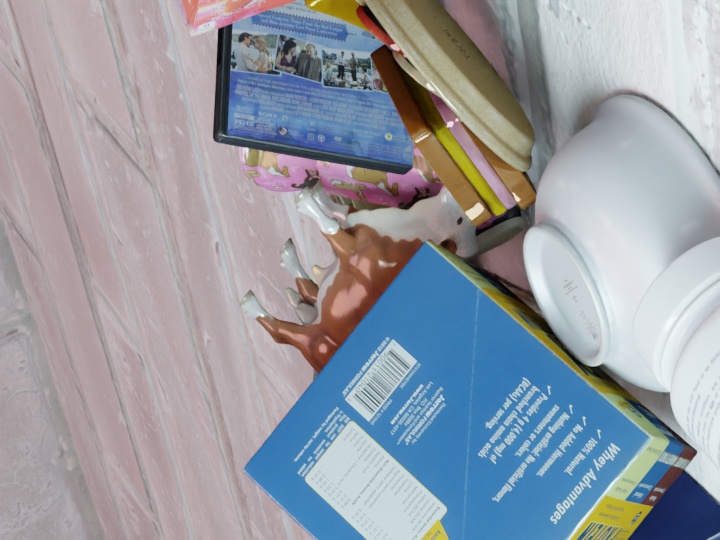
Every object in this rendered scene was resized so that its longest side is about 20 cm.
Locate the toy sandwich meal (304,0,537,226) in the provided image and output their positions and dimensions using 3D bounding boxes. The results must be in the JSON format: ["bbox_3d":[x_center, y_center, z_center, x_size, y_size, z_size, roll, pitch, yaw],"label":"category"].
[{"bbox_3d":[0.040,-0.121,1.512,0.205,0.070,0.205,47,-168,-14],"label":"toy sandwich meal"}]

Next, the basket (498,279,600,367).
[{"bbox_3d":[0.092,0.134,1.761,0.198,0.160,0.201,29,140,64],"label":"basket"}]

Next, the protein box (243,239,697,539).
[{"bbox_3d":[0.073,0.126,1.535,0.200,0.199,0.135,41,-173,21],"label":"protein box"}]

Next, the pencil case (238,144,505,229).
[{"bbox_3d":[0.013,-0.086,1.655,0.199,0.087,0.083,12,153,19],"label":"pencil case"}]

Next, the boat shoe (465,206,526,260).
[{"bbox_3d":[0.067,-0.038,1.751,0.068,0.072,0.200,66,167,-5],"label":"boat shoe"}]

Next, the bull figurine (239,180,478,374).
[{"bbox_3d":[0.000,0.000,1.635,0.121,0.065,0.200,36,129,6],"label":"bull figurine"}]

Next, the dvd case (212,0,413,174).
[{"bbox_3d":[-0.029,-0.171,1.599,0.018,0.142,0.201,143,132,-62],"label":"dvd case"}]

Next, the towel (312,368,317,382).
[{"bbox_3d":[0.028,0.108,1.935,0.193,0.034,0.200,47,-158,-25],"label":"towel"}]

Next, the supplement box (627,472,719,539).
[{"bbox_3d":[0.206,0.248,1.660,0.109,0.109,0.201,44,154,51],"label":"supplement box"}]

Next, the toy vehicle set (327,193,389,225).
[{"bbox_3d":[0.003,-0.043,1.826,0.124,0.026,0.200,60,173,42],"label":"toy vehicle set"}]

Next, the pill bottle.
[{"bbox_3d":[0.243,0.077,1.291,0.200,0.113,0.114,51,159,40],"label":"pill bottle"}]

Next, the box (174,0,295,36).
[{"bbox_3d":[-0.038,-0.246,1.544,0.095,0.199,0.103,120,128,-71],"label":"box"}]

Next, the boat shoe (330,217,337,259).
[{"bbox_3d":[0.034,0.023,1.943,0.200,0.072,0.063,48,156,39],"label":"boat shoe"}]

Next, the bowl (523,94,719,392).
[{"bbox_3d":[0.164,-0.002,1.468,0.201,0.090,0.201,57,162,30],"label":"bowl"}]
